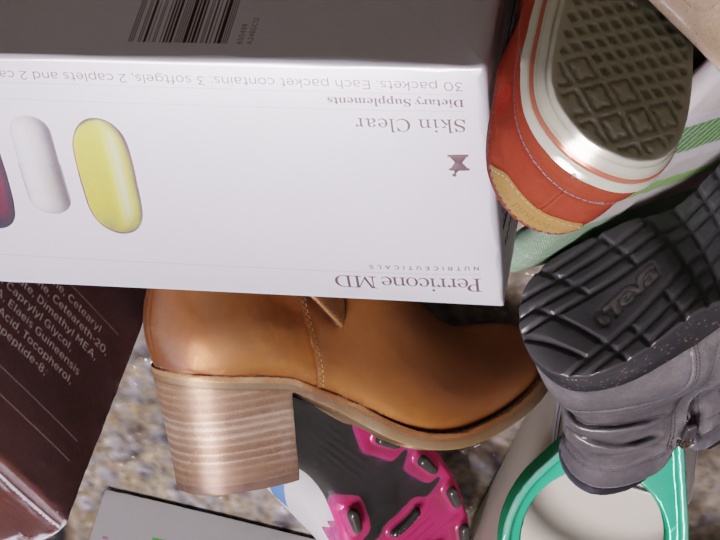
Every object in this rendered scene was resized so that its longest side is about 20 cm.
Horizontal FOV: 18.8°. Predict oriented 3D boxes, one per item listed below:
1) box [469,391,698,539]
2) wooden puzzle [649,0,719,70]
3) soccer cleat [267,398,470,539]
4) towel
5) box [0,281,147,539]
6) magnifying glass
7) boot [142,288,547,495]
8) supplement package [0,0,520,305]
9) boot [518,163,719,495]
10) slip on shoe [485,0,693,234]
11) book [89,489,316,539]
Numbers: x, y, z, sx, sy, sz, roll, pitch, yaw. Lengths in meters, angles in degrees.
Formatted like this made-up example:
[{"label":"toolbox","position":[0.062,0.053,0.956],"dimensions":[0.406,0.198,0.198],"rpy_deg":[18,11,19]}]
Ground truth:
[{"label":"box","position":[0.093,0.126,1.022],"dimensions":[0.068,0.083,0.201],"rpy_deg":[18,138,-4]},{"label":"wooden puzzle","position":[0.111,-0.189,0.648],"dimensions":[0.200,0.046,0.185],"rpy_deg":[45,109,4]},{"label":"soccer cleat","position":[-0.021,0.079,1.016],"dimensions":[0.070,0.086,0.200],"rpy_deg":[-47,125,-5]},{"label":"towel","position":[0.151,-0.074,0.772],"dimensions":[0.023,0.152,0.200],"rpy_deg":[57,134,13]},{"label":"box","position":[-0.197,0.003,0.879],"dimensions":[0.165,0.201,0.164],"rpy_deg":[-22,124,34]},{"label":"magnifying glass","position":[0.118,0.062,0.909],"dimensions":[0.079,0.022,0.201],"rpy_deg":[21,98,-5]},{"label":"boot","position":[0.000,0.000,0.914],"dimensions":[0.073,0.199,0.156],"rpy_deg":[10,107,51]},{"label":"supplement package","position":[-0.038,-0.083,0.784],"dimensions":[0.198,0.156,0.111],"rpy_deg":[2,136,12]},{"label":"boot","position":[0.157,0.009,0.828],"dimensions":[0.199,0.070,0.132],"rpy_deg":[-22,150,5]},{"label":"slip on shoe","position":[0.081,-0.091,0.713],"dimensions":[0.074,0.201,0.061],"rpy_deg":[28,138,-11]},{"label":"book","position":[-0.050,0.197,1.092],"dimensions":[0.198,0.134,0.048],"rpy_deg":[12,137,2]}]
